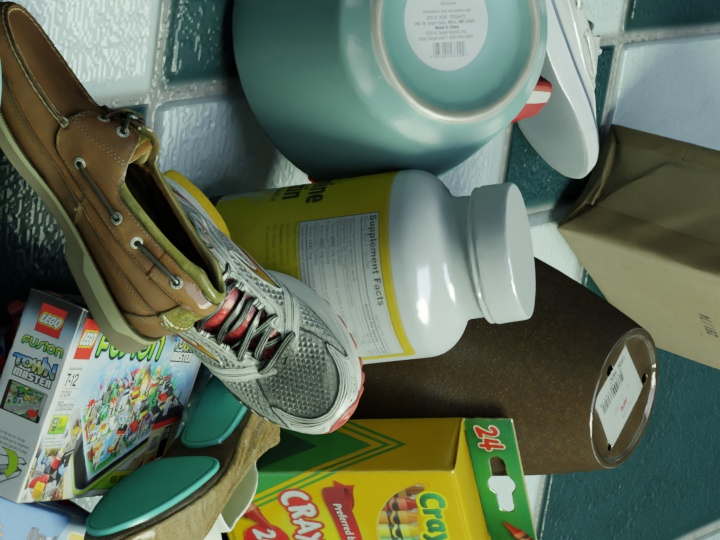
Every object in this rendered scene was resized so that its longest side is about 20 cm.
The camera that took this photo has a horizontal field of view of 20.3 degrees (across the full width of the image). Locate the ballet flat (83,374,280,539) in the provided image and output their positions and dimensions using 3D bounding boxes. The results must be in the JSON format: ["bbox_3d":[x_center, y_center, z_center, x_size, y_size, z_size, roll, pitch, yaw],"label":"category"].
[{"bbox_3d":[-0.096,0.131,1.198,0.200,0.067,0.073,-54,133,-57],"label":"ballet flat"}]

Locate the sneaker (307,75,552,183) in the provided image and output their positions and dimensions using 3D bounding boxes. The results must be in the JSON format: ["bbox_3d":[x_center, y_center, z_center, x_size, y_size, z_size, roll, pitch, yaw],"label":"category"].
[{"bbox_3d":[0.038,-0.088,1.347,0.199,0.078,0.117,-2,118,-38],"label":"sneaker"}]

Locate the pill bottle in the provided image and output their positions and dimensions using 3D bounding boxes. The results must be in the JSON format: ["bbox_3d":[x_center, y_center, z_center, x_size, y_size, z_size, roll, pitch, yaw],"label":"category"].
[{"bbox_3d":[0.000,0.000,1.204,0.112,0.198,0.113,-7,90,-75],"label":"pill bottle"}]

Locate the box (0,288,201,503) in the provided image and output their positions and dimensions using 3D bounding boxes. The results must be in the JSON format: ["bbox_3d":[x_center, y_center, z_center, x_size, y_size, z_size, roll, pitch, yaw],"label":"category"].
[{"bbox_3d":[-0.150,0.072,1.150,0.200,0.034,0.111,12,97,-74],"label":"box"}]

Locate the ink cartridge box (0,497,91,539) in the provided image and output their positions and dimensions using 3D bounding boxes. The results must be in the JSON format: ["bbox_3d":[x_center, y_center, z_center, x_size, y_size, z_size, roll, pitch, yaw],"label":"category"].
[{"bbox_3d":[-0.247,0.170,1.100,0.199,0.076,0.138,28,85,-52],"label":"ink cartridge box"}]

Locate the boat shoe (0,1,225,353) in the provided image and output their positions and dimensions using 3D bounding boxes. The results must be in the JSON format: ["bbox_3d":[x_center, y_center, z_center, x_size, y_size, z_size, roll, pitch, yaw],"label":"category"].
[{"bbox_3d":[-0.136,-0.059,1.059,0.201,0.068,0.072,61,24,-9],"label":"boat shoe"}]

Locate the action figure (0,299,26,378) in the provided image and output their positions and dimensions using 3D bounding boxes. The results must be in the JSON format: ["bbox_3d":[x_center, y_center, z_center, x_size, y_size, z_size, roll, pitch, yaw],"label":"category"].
[{"bbox_3d":[-0.213,0.037,1.100,0.065,0.051,0.201,-45,140,-34],"label":"action figure"}]

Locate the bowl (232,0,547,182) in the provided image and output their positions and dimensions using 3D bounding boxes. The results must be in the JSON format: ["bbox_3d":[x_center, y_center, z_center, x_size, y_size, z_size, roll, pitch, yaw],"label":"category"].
[{"bbox_3d":[0.034,-0.145,1.206,0.199,0.105,0.203,-2,94,-29],"label":"bowl"}]

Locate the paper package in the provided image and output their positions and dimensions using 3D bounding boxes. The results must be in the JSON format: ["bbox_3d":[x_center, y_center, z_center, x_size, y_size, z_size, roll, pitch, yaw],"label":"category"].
[{"bbox_3d":[0.279,-0.004,1.580,0.104,0.189,0.200,-62,144,-15],"label":"paper package"}]

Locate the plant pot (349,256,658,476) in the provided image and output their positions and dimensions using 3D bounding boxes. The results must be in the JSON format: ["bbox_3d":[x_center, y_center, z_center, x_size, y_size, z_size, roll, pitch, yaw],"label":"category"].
[{"bbox_3d":[0.091,0.062,1.349,0.186,0.199,0.189,-25,121,-49],"label":"plant pot"}]

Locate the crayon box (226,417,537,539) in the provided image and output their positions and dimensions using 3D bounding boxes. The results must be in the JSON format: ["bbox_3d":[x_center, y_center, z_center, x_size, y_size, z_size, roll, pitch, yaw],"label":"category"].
[{"bbox_3d":[0.010,0.156,1.315,0.051,0.198,0.128,-76,157,-47],"label":"crayon box"}]

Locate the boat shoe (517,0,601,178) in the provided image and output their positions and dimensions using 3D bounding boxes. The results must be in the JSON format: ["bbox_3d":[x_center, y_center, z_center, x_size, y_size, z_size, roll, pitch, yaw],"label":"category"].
[{"bbox_3d":[0.144,-0.154,1.432,0.065,0.073,0.201,-43,138,-23],"label":"boat shoe"}]

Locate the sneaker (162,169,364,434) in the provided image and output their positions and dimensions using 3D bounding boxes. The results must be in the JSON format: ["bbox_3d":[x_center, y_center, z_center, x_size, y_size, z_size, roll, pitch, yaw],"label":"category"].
[{"bbox_3d":[-0.083,0.020,1.127,0.078,0.200,0.082,-52,169,10],"label":"sneaker"}]
